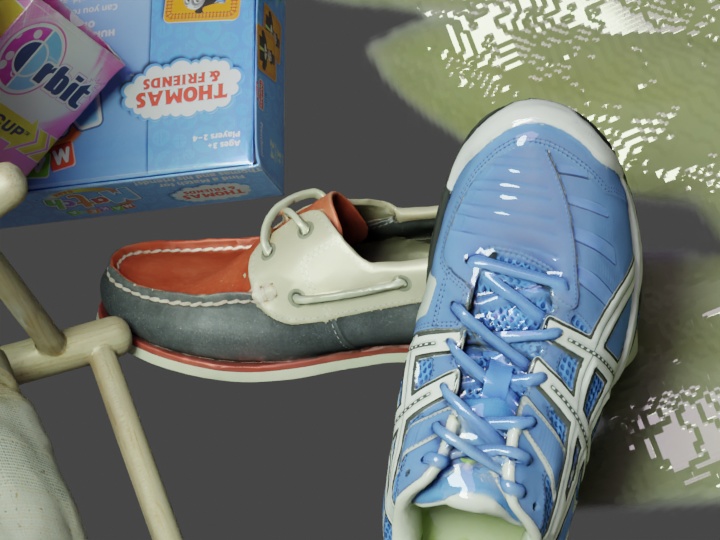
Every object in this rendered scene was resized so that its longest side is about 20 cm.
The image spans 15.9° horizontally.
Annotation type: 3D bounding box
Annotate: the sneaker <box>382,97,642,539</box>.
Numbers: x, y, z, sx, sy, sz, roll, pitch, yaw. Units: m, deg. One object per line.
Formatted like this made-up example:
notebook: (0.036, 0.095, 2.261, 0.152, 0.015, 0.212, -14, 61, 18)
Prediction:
sneaker: (0.050, 0.044, 0.844, 0.076, 0.077, 0.200, 8, 103, 5)

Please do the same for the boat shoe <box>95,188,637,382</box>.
boat shoe: (0.000, 0.000, 0.915, 0.200, 0.063, 0.071, 2, 32, 15)

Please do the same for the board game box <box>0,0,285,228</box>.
board game box: (-0.104, -0.118, 1.020, 0.151, 0.037, 0.200, -6, 68, 16)

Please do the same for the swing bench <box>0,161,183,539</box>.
swing bench: (-0.154, 0.106, 0.821, 0.200, 0.130, 0.199, -24, 57, 1)

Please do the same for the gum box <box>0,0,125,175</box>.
gum box: (-0.198, -0.102, 0.992, 0.114, 0.066, 0.200, -49, 58, 3)
